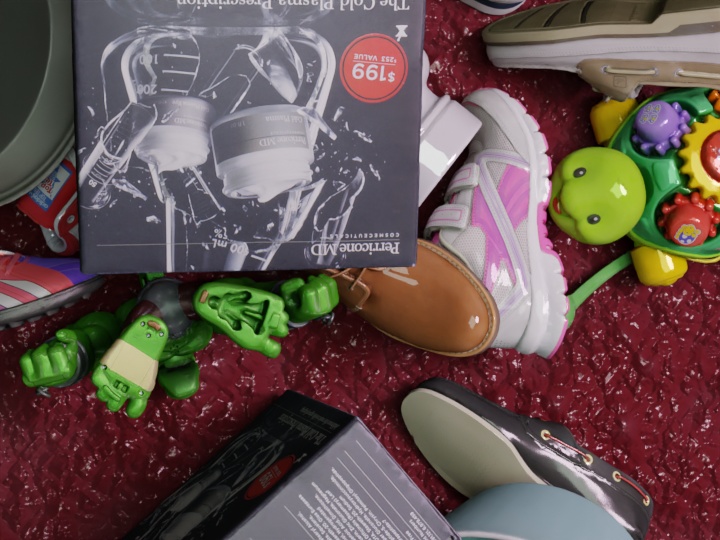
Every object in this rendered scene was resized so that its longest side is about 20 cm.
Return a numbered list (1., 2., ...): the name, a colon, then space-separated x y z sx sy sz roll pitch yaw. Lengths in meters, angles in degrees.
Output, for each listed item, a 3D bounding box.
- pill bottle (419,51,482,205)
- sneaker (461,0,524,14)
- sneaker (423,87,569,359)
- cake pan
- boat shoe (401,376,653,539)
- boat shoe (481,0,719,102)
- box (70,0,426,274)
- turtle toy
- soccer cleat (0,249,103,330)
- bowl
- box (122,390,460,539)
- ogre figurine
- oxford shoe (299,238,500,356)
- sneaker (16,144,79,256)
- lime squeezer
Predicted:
1. pill bottle: -0.024 -0.124 1.082 0.200 0.120 0.120 38 82 0
2. sneaker: 0.042 -0.243 1.135 0.199 0.080 0.077 15 88 -11
3. sneaker: 0.085 -0.035 1.124 0.088 0.081 0.201 -3 68 -10
4. cake pan: -0.255 -0.138 1.027 0.200 0.037 0.201 -2 85 26
5. boat shoe: 0.119 0.139 1.160 0.201 0.074 0.063 35 49 -2
6. boat shoe: 0.181 -0.152 1.135 0.075 0.199 0.069 -48 131 -50
7. box: -0.067 -0.100 0.955 0.199 0.104 0.183 -2 109 -8
8. turtle toy: 0.223 -0.066 1.155 0.199 0.101 0.146 -16 86 -13
9. soccer cleat: -0.269 0.010 1.055 0.199 0.068 0.073 -12 92 1
10. bowl: 0.118 0.223 1.108 0.201 0.201 0.105 44 40 -9
11. box: -0.060 0.181 1.037 0.182 0.200 0.104 -43 100 -11
12. ogre figurine: -0.122 0.037 1.073 0.200 0.120 0.098 -34 101 -10
13. oxford shoe: 0.000 0.000 1.083 0.200 0.071 0.071 30 104 19
14. sneaker: -0.165 -0.092 1.032 0.112 0.071 0.200 -21 136 -30
15. lime squeezer: 0.115 0.011 1.170 0.199 0.038 0.071 2 89 -12
